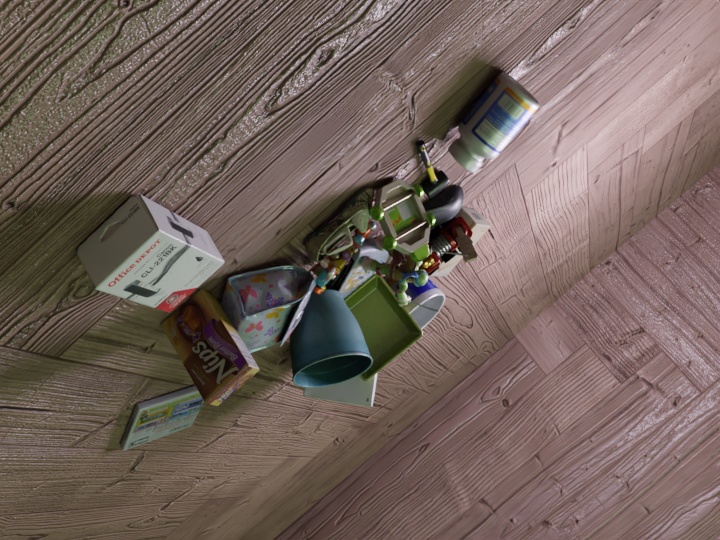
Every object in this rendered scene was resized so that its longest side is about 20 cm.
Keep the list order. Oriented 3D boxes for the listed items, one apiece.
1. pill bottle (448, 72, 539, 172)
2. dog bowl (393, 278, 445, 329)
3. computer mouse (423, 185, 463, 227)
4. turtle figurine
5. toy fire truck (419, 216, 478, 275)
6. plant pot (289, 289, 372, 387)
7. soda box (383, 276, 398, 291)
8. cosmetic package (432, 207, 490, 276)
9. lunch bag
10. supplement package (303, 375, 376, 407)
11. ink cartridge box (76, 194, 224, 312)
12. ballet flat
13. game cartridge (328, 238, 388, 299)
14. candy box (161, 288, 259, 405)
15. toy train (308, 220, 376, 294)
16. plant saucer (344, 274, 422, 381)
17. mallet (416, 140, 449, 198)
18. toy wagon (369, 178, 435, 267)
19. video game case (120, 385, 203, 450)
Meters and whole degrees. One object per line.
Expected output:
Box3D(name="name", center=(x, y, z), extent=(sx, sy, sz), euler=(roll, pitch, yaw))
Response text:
Box3D(name="pill bottle", center=(0.284, -0.316, 1.479), extent=(0.111, 0.113, 0.201), euler=(0, 136, -54))
Box3D(name="dog bowl", center=(0.137, 0.108, 1.883), extent=(0.199, 0.079, 0.201), euler=(-34, 157, -17))
Box3D(name="computer mouse", center=(0.192, -0.140, 1.731), extent=(0.198, 0.053, 0.139), euler=(-34, 155, -10))
Box3D(name="turtle figurine", center=(0.111, 0.004, 1.613), extent=(0.198, 0.193, 0.147), euler=(-10, 120, -42))
Box3D(name="toy fire truck", center=(0.219, -0.054, 1.743), extent=(0.175, 0.130, 0.200), euler=(-36, 177, 1))
Box3D(name="plant pot", center=(-0.088, 0.159, 1.658), extent=(0.196, 0.191, 0.201), euler=(-13, 154, -6))
Box3D(name="soda box", center=(0.064, 0.084, 1.918), extent=(0.201, 0.069, 0.063), euler=(-50, 154, 21))
Box3D(name="cosmetic package", center=(0.262, -0.079, 1.912), extent=(0.103, 0.073, 0.201), euler=(-1, 135, -54))
Box3D(name="lunch bag", center=(-0.197, 0.086, 1.474), extent=(0.197, 0.128, 0.171), euler=(-14, 150, -35))
Box3D(name="supplement package", center=(-0.048, 0.290, 1.879), extent=(0.187, 0.150, 0.200), euler=(8, 168, 3))
Box3D(name="ink cartridge box", center=(-0.346, -0.022, 1.137), extent=(0.144, 0.084, 0.200), euler=(-40, 155, 7))
Box3D(name="ballet flat", center=(-0.031, -0.089, 1.474), extent=(0.199, 0.076, 0.068), euler=(-41, 152, 4))
Box3D(name="game cartridge", center=(0.000, 0.000, 1.727), extent=(0.132, 0.042, 0.201), euler=(-10, 144, -40))
Box3D(name="candy box", center=(-0.302, 0.153, 1.362), extent=(0.116, 0.201, 0.056), euler=(-38, 156, 4))
Box3D(name="toy train", center=(-0.049, -0.039, 1.532), extent=(0.200, 0.055, 0.151), euler=(-48, 177, -36))
Box3D(name="plant saucer", center=(0.030, 0.147, 1.766), extent=(0.199, 0.201, 0.048), euler=(-38, 175, 1))
Box3D(name="mallet", center=(0.164, -0.240, 1.542), extent=(0.065, 0.041, 0.201), euler=(-34, 152, -7))
Box3D(name="toy wagon", center=(0.102, -0.098, 1.505), extent=(0.154, 0.203, 0.039), euler=(-29, -172, -39))
Box3D(name="video game case", center=(-0.484, 0.361, 1.689), extent=(0.198, 0.022, 0.183), euler=(-13, 145, -44))
